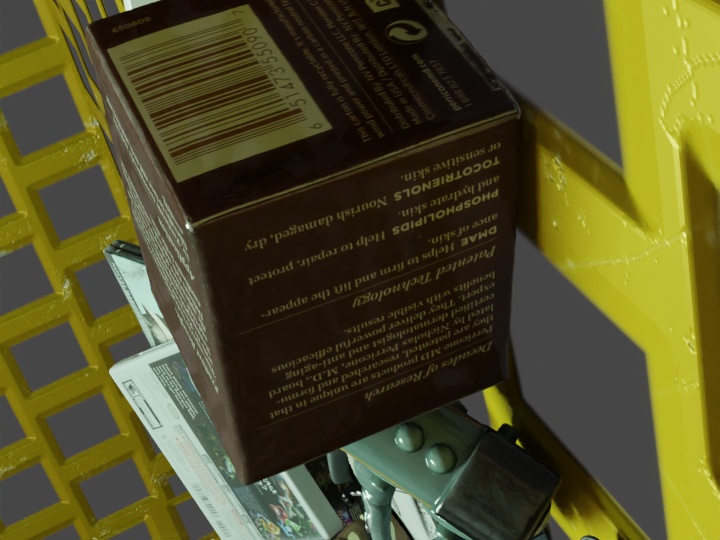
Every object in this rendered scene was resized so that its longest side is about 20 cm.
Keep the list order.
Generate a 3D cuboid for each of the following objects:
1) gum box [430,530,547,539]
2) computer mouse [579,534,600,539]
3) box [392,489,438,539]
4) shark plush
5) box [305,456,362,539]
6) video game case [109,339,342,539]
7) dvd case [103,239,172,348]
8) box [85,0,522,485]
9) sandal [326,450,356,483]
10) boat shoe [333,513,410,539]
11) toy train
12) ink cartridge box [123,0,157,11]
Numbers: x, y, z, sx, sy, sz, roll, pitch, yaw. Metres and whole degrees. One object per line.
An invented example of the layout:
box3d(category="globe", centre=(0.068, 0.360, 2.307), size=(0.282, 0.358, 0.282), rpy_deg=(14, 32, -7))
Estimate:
box3d(category="gum box", centre=(0.079, 0.276, 0.864), size=(0.201, 0.169, 0.045), rpy_deg=(64, 169, 10))
box3d(category="computer mouse", centre=(0.125, 0.253, 0.770), size=(0.200, 0.046, 0.141), rpy_deg=(-48, 61, 37))
box3d(category="box", centre=(0.072, 0.201, 1.008), size=(0.117, 0.060, 0.200), rpy_deg=(65, 168, 0))
box3d(category="shark plush", centre=(0.018, 0.110, 0.893), size=(0.083, 0.091, 0.201), rpy_deg=(24, 105, 37))
box3d(category="box", centre=(-0.024, 0.224, 1.234), size=(0.044, 0.160, 0.201), rpy_deg=(36, 150, 64))
box3d(category="video game case", centre=(-0.119, 0.148, 1.116), size=(0.182, 0.023, 0.200), rpy_deg=(-21, 103, 55))
box3d(category="dvd case", centre=(-0.115, 0.054, 1.068), size=(0.200, 0.022, 0.146), rpy_deg=(18, 140, 40))
box3d(category="box", centre=(-0.027, -0.031, 0.685), size=(0.200, 0.164, 0.166), rpy_deg=(85, 159, -47))
box3d(category="sandal", centre=(-0.007, 0.084, 0.962), size=(0.076, 0.043, 0.201), rpy_deg=(-100, 7, -49))
box3d(category="boat shoe", centre=(0.027, 0.256, 0.985), size=(0.202, 0.075, 0.075), rpy_deg=(39, 152, 64))
box3d(category="toy train", centre=(0.033, 0.100, 0.794), size=(0.200, 0.085, 0.114), rpy_deg=(35, 175, 2))
box3d(category="ink cartridge box", centre=(-0.101, -0.134, 0.876), size=(0.145, 0.084, 0.201), rpy_deg=(-101, 4, -62))
